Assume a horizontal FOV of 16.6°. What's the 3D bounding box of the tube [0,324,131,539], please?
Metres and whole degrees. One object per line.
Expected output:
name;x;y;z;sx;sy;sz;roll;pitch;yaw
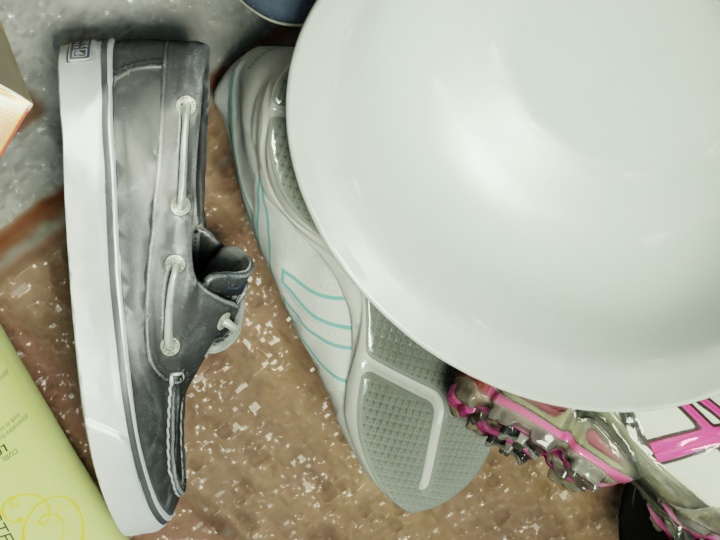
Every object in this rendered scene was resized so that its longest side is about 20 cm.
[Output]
tube;-0.134;0.092;0.982;0.058;0.052;0.201;0;128;30

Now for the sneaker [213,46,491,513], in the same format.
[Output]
sneaker;0.000;0.000;0.958;0.070;0.080;0.201;-27;115;-19

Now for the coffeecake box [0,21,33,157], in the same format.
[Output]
coffeecake box;-0.201;-0.016;0.853;0.073;0.154;0.201;26;105;-25

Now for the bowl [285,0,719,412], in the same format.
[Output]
bowl;0.081;-0.057;0.856;0.200;0.091;0.202;13;129;17

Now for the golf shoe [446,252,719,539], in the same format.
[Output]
golf shoe;0.136;0.064;0.933;0.199;0.073;0.092;32;78;-7

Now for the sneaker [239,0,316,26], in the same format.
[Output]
sneaker;-0.047;-0.159;0.796;0.074;0.085;0.201;-15;119;11

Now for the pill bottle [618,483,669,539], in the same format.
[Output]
pill bottle;0.215;0.134;1.059;0.200;0.112;0.112;36;101;-26

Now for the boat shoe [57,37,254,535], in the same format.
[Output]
boat shoe;-0.074;0.008;0.944;0.067;0.072;0.202;-3;108;1
